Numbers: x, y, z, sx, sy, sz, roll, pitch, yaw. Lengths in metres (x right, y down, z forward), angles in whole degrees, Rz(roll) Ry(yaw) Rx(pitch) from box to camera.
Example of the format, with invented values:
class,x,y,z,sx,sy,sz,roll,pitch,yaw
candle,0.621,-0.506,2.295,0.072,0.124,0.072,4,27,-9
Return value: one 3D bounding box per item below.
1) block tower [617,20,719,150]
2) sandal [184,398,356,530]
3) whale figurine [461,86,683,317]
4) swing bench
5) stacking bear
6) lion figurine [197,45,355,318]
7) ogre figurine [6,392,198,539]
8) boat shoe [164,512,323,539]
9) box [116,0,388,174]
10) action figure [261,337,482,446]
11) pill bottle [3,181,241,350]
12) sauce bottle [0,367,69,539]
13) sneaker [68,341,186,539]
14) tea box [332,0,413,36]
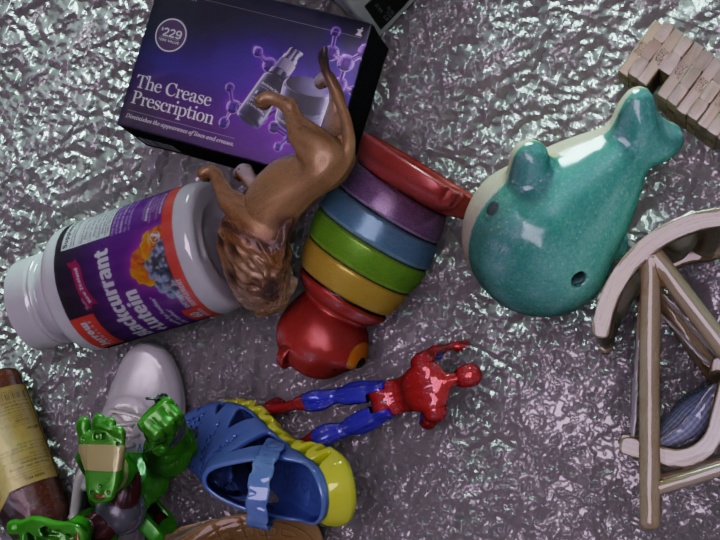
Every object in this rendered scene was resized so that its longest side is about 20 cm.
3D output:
class,x,y,z,sx,sy,sz,roll,pitch,yaw
block tower,0.303,-0.123,1.084,0.199,0.054,0.058,38,92,14
sandal,-0.095,0.158,1.086,0.199,0.086,0.081,12,106,47
whale figurine,0.175,-0.047,1.051,0.200,0.159,0.104,-42,40,10
swing bench,0.241,0.074,0.998,0.128,0.199,0.202,-18,79,9
stacking bear,0.000,0.000,1.110,0.113,0.121,0.201,33,98,20
lion figurine,-0.056,-0.066,1.057,0.200,0.072,0.123,-51,57,31
ogre figurine,-0.196,0.178,1.040,0.097,0.120,0.202,25,91,17
boat shoe,-0.127,0.240,1.123,0.198,0.069,0.075,-14,96,2
box,-0.093,-0.161,1.164,0.198,0.079,0.143,15,84,14
action figure,0.025,0.107,1.117,0.198,0.099,0.066,-19,82,32
pill bottle,-0.201,0.004,1.140,0.198,0.111,0.113,-17,79,21
sauce bottle,-0.294,0.187,1.168,0.065,0.066,0.202,-25,76,8
sneaker,-0.203,0.160,1.145,0.070,0.080,0.203,11,84,15
tea box,-0.029,-0.326,1.106,0.134,0.200,0.197,-46,77,4
